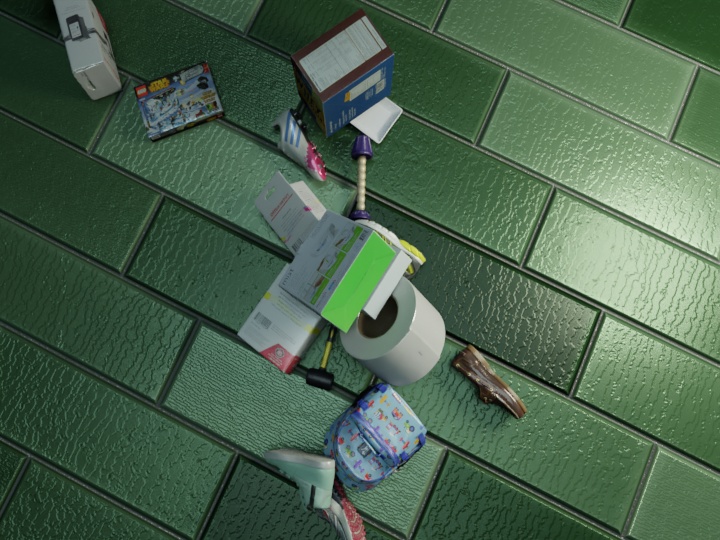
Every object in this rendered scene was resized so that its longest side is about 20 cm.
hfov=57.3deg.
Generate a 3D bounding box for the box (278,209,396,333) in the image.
[{"bbox_3d":[-0.054,-0.004,1.396,0.175,0.096,0.203,25,80,48],"label":"box"}]

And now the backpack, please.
[{"bbox_3d":[0.023,0.369,1.434,0.198,0.135,0.184,-36,82,-20],"label":"backpack"}]

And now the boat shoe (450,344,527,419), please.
[{"bbox_3d":[0.290,0.266,1.501,0.070,0.071,0.200,-40,74,-13],"label":"boat shoe"}]

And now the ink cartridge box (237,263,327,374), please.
[{"bbox_3d":[-0.163,0.112,1.516,0.144,0.084,0.202,35,83,13],"label":"ink cartridge box"}]

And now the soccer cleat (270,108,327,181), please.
[{"bbox_3d":[-0.151,-0.293,1.606,0.085,0.070,0.204,-28,79,12],"label":"soccer cleat"}]

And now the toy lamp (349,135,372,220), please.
[{"bbox_3d":[0.001,-0.223,1.593,0.056,0.058,0.207,3,81,1],"label":"toy lamp"}]

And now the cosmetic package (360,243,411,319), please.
[{"bbox_3d":[0.000,0.000,1.457,0.198,0.051,0.153,25,81,47],"label":"cosmetic package"}]

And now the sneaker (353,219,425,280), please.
[{"bbox_3d":[0.056,-0.049,1.553,0.197,0.074,0.086,30,87,8],"label":"sneaker"}]

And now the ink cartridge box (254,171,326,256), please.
[{"bbox_3d":[-0.146,-0.125,1.545,0.115,0.068,0.201,-44,81,29],"label":"ink cartridge box"}]

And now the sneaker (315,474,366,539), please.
[{"bbox_3d":[-0.053,0.538,1.455,0.074,0.080,0.203,-35,68,11],"label":"sneaker"}]

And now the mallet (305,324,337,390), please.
[{"bbox_3d":[-0.064,0.179,1.536,0.064,0.041,0.205,21,77,5],"label":"mallet"}]

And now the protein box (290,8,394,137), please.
[{"bbox_3d":[-0.039,-0.453,1.536,0.197,0.199,0.137,-34,81,-5],"label":"protein box"}]

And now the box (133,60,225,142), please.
[{"bbox_3d":[-0.449,-0.420,1.636,0.195,0.040,0.141,-20,82,-3],"label":"box"}]

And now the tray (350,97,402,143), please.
[{"bbox_3d":[-0.001,-0.412,1.641,0.198,0.022,0.108,37,83,6],"label":"tray"}]

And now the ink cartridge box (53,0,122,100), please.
[{"bbox_3d":[-0.661,-0.546,1.605,0.081,0.145,0.206,-18,80,-5],"label":"ink cartridge box"}]

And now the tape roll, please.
[{"bbox_3d":[0.070,0.130,1.443,0.198,0.139,0.208,-21,49,26],"label":"tape roll"}]

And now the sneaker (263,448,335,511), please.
[{"bbox_3d":[-0.141,0.458,1.436,0.196,0.073,0.122,1,86,38],"label":"sneaker"}]
